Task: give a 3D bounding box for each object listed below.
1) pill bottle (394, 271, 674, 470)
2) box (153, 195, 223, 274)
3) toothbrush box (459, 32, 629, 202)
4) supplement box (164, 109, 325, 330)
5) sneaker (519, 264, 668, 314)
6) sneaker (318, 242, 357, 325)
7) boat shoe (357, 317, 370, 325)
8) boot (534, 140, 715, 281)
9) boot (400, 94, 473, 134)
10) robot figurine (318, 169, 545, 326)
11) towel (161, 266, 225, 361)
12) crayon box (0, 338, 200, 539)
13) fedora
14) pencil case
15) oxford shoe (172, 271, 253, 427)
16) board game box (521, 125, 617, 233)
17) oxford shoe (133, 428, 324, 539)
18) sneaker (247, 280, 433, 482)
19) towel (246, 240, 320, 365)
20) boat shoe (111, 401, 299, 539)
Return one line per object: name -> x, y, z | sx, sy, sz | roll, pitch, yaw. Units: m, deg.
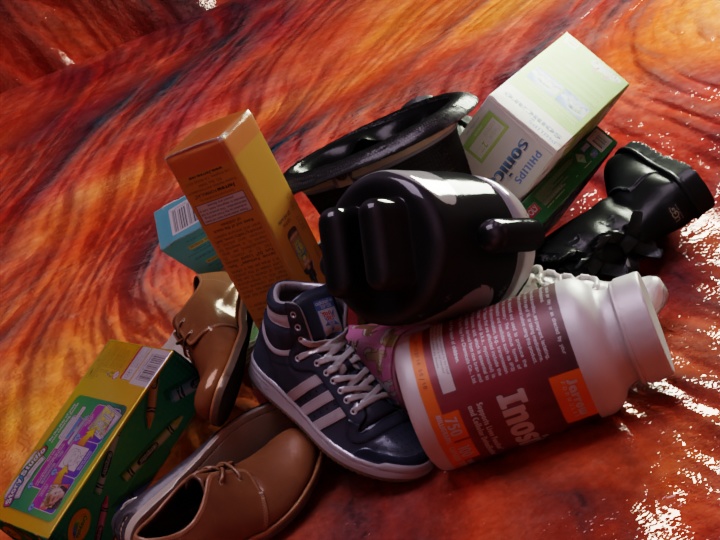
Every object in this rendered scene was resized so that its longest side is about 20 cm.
pill bottle -> 0.136, 0.074, 1.414 | 0.199, 0.113, 0.113 | -21, 20, 11
box -> -0.112, -0.018, 1.810 | 0.082, 0.200, 0.049 | -29, 54, 21
toothbrush box -> 0.153, -0.121, 1.717 | 0.146, 0.086, 0.200 | -54, -6, 37
supplement box -> -0.086, -0.031, 1.550 | 0.069, 0.200, 0.067 | -19, 18, 30
sneaker -> 0.159, 0.034, 1.526 | 0.199, 0.087, 0.075 | -15, 14, 19
sneaker -> 0.000, 0.000, 1.691 | 0.074, 0.087, 0.200 | -43, 0, 40
boat shoe -> 0.007, 0.023, 1.749 | 0.069, 0.074, 0.200 | -16, 20, 38
boot -> 0.225, -0.042, 1.681 | 0.162, 0.073, 0.198 | -35, 15, -5
boot -> 0.120, -0.070, 1.833 | 0.076, 0.200, 0.169 | -34, 47, 35
robot figurine -> 0.054, -0.016, 1.447 | 0.150, 0.125, 0.200 | 37, 23, 32
towel -> -0.164, 0.086, 1.719 | 0.200, 0.034, 0.133 | -52, 17, -2
crayon box -> -0.229, 0.160, 1.599 | 0.119, 0.058, 0.200 | 6, 58, 54
fedora -> 0.028, -0.081, 1.609 | 0.200, 0.092, 0.201 | -25, 12, 6
pencil case -> -0.008, 0.089, 1.580 | 0.200, 0.087, 0.083 | -4, 8, 45
oxford shoe -> -0.131, 0.067, 1.571 | 0.071, 0.072, 0.200 | 11, 29, -5
board game box -> 0.156, -0.040, 1.696 | 0.200, 0.029, 0.135 | -44, -8, -42
oxford shoe -> -0.102, 0.180, 1.452 | 0.071, 0.071, 0.200 | 9, 37, 41
sneaker -> -0.013, 0.083, 1.472 | 0.070, 0.109, 0.200 | -19, 42, -42
towel -> -0.107, 0.054, 1.757 | 0.200, 0.023, 0.153 | -41, 13, 30
boat shoe -> -0.128, 0.170, 1.539 | 0.200, 0.073, 0.063 | -38, 26, -22
